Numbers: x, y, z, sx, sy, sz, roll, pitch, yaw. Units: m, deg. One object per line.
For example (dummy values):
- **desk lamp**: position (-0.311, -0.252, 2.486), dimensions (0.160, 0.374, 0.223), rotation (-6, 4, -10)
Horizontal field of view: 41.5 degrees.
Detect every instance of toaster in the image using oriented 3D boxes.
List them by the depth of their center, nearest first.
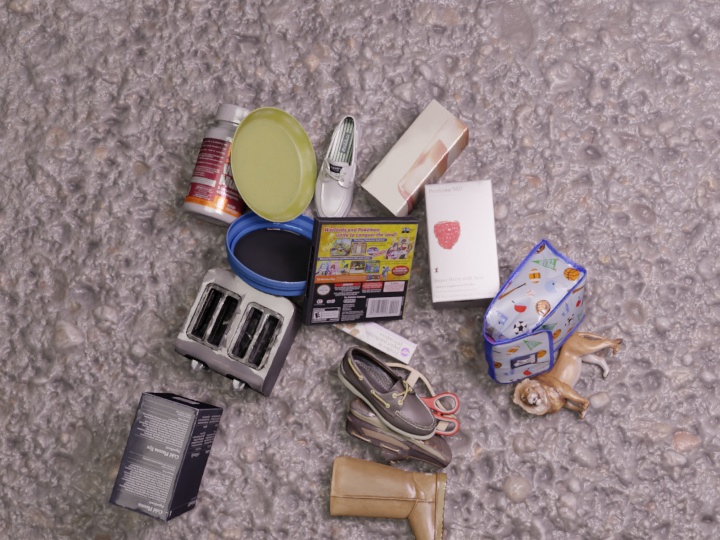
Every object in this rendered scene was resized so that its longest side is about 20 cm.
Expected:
- **toaster**: position (-0.204, 0.100, 1.659), dimensions (0.178, 0.119, 0.203), rotation (24, 85, 7)

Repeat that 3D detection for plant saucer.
- **plant saucer**: position (-0.159, -0.185, 1.681), dimensions (0.031, 0.198, 0.204), rotation (-5, 79, 44)

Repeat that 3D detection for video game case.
- **video game case**: position (0.000, 0.000, 1.613), dimensions (0.197, 0.025, 0.184), rotation (-2, 110, -31)

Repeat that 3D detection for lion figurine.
- **lion figurine**: position (0.356, 0.172, 1.632), dimensions (0.121, 0.073, 0.201), rotation (29, 71, 21)

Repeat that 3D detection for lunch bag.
- **lunch bag**: position (0.280, 0.084, 1.567), dimensions (0.123, 0.171, 0.200), rotation (38, 74, 28)

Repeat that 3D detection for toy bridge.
- **toy bridge**: position (0.083, 0.206, 1.664), dimensions (0.198, 0.027, 0.068), rotation (31, 86, 7)

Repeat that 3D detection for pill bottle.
- **pill bottle**: position (-0.240, -0.187, 1.706), dimensions (0.108, 0.110, 0.204), rotation (15, 84, 7)

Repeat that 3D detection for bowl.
- **bowl**: position (-0.137, -0.032, 1.652), dimensions (0.197, 0.040, 0.202), rotation (9, 40, -8)

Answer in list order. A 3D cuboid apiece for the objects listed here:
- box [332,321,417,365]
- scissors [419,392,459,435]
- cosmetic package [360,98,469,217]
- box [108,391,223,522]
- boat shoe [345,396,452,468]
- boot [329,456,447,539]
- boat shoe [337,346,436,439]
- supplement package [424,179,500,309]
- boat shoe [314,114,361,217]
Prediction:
- **box**: position (0.006, 0.105, 1.679), dimensions (0.197, 0.041, 0.039), rotation (27, 85, 9)
- **scissors**: position (0.078, 0.229, 1.640), dimensions (0.196, 0.014, 0.075), rotation (14, 83, 5)
- **cosmetic package**: position (0.098, -0.188, 1.680), dimensions (0.087, 0.103, 0.201), rotation (40, 89, 10)
- **box**: position (-0.322, 0.308, 1.600), dimensions (0.102, 0.200, 0.186), rotation (15, 83, 5)
- **boat shoe**: position (0.064, 0.290, 1.642), dimensions (0.198, 0.075, 0.074), rotation (29, 111, 5)
- **boot**: position (0.045, 0.418, 1.625), dimensions (0.196, 0.066, 0.179), rotation (4, 75, 7)
- **boat shoe**: position (0.048, 0.206, 1.601), dimensions (0.200, 0.061, 0.072), rotation (36, 51, 12)
- **supplement package**: position (0.175, -0.042, 1.643), dimensions (0.119, 0.120, 0.204), rotation (-5, 81, 5)
- **boat shoe**: position (-0.044, -0.183, 1.709), dimensions (0.072, 0.067, 0.204), rotation (7, 83, 6)
